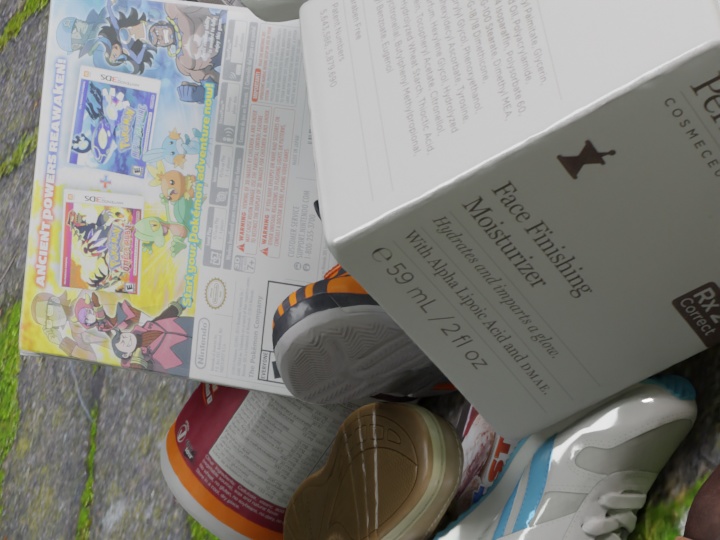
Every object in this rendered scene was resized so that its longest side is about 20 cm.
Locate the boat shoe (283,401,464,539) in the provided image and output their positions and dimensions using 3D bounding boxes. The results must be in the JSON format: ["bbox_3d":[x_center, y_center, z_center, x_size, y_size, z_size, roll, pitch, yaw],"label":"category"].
[{"bbox_3d":[0.018,0.117,1.222,0.200,0.064,0.073,129,141,-60],"label":"boat shoe"}]

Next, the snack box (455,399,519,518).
[{"bbox_3d":[0.061,0.131,1.251,0.072,0.024,0.202,8,79,63],"label":"snack box"}]

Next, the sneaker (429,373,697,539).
[{"bbox_3d":[0.097,0.129,1.151,0.200,0.076,0.081,-50,56,25],"label":"sneaker"}]

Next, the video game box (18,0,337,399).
[{"bbox_3d":[-0.085,-0.042,1.288,0.047,0.181,0.202,-15,-67,-73],"label":"video game box"}]

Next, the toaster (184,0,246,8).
[{"bbox_3d":[-0.047,-0.126,1.357,0.181,0.200,0.119,-45,-9,16],"label":"toaster"}]

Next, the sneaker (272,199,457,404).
[{"bbox_3d":[0.000,0.000,1.168,0.077,0.200,0.113,-28,74,19],"label":"sneaker"}]

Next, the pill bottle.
[{"bbox_3d":[-0.021,0.056,1.361,0.201,0.109,0.110,-56,30,25],"label":"pill bottle"}]

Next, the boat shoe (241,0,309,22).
[{"bbox_3d":[0.006,-0.189,1.126,0.199,0.064,0.071,-33,39,30],"label":"boat shoe"}]

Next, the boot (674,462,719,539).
[{"bbox_3d":[0.210,0.097,0.959,0.199,0.072,0.167,3,64,49],"label":"boot"}]

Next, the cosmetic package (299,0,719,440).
[{"bbox_3d":[0.101,-0.064,1.090,0.199,0.165,0.166,-28,42,20],"label":"cosmetic package"}]
